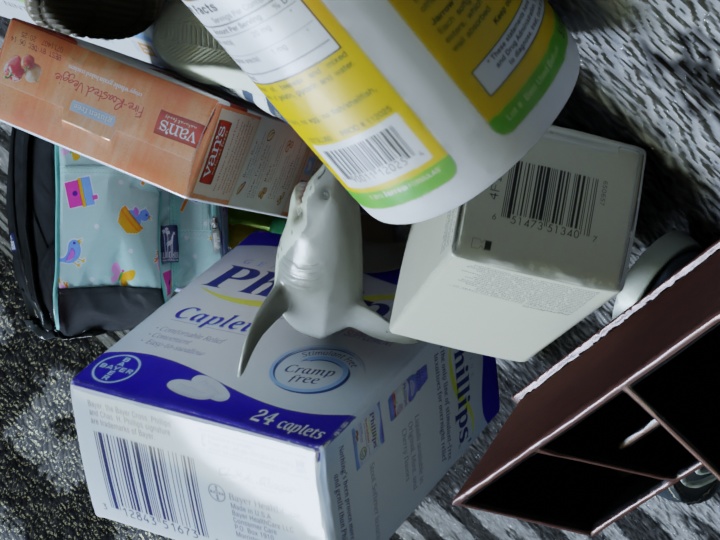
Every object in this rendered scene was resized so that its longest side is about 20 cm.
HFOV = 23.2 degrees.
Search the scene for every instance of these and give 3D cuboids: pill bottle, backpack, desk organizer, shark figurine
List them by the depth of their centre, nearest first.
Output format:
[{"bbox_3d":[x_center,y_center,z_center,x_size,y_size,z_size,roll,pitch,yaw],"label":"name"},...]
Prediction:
[{"bbox_3d":[-0.013,-0.124,0.680,0.200,0.111,0.111,48,166,-23],"label":"pill bottle"},{"bbox_3d":[0.128,0.059,0.736,0.072,0.077,0.200,43,138,-3],"label":"desk organizer"},{"bbox_3d":[-0.003,0.014,0.981,0.089,0.129,0.214,21,178,7],"label":"shark figurine"},{"bbox_3d":[-0.168,-0.064,1.200,0.176,0.152,0.202,-174,75,-77],"label":"backpack"}]

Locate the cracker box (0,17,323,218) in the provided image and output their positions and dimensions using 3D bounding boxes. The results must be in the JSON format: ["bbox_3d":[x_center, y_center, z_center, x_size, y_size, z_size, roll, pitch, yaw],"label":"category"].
[{"bbox_3d":[-0.104,-0.080,0.990,0.133,0.058,0.200,23,-174,18],"label":"cracker box"}]

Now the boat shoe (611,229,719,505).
[{"bbox_3d":[0.165,0.061,0.838,0.062,0.075,0.201,40,156,33],"label":"boat shoe"}]

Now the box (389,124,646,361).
[{"bbox_3d":[0.069,-0.010,0.840,0.081,0.069,0.200,13,168,-5],"label":"box"}]

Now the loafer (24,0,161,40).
[{"bbox_3d":[-0.134,-0.186,0.911,0.075,0.069,0.200,7,157,-12],"label":"loafer"}]

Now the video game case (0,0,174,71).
[{"bbox_3d":[-0.207,-0.204,1.031,0.181,0.022,0.200,20,157,28],"label":"video game case"}]

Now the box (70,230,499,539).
[{"bbox_3d":[-0.040,0.076,1.062,0.182,0.200,0.106,11,123,30],"label":"box"}]

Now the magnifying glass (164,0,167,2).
[{"bbox_3d":[-0.043,-0.118,0.996,0.200,0.022,0.080,40,167,21],"label":"magnifying glass"}]

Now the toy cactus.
[{"bbox_3d":[-0.018,0.008,1.195,0.200,0.102,0.165,51,158,8],"label":"toy cactus"}]

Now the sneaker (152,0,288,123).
[{"bbox_3d":[-0.037,-0.107,0.901,0.084,0.075,0.200,35,180,-35],"label":"sneaker"}]
